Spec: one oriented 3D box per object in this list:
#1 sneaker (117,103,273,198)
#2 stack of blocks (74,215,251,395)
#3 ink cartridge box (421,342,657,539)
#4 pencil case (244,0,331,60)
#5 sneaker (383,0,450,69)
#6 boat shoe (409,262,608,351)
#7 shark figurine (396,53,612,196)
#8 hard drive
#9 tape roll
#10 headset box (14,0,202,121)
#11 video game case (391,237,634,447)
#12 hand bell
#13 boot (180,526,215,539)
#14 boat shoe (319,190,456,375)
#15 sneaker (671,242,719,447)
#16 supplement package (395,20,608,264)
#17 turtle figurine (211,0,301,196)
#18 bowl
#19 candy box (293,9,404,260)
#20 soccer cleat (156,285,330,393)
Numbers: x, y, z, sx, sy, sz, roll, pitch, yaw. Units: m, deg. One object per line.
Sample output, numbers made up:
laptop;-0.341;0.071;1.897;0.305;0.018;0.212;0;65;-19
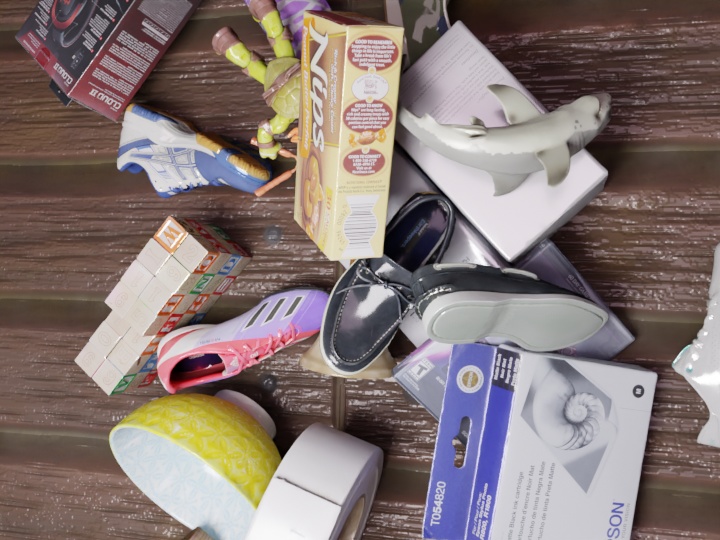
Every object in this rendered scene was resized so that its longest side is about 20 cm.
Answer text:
sneaker;-0.187;-0.116;0.899;0.200;0.075;0.088;26;102;23
stack of blocks;-0.220;0.040;0.873;0.059;0.115;0.200;41;99;13
ink cartridge box;0.171;0.177;0.764;0.199;0.041;0.200;8;91;-9
pencil case;-0.052;-0.251;0.860;0.085;0.084;0.200;-29;82;-9
sneaker;0.067;-0.310;0.840;0.090;0.067;0.201;-6;87;7
boat shoe;0.136;0.027;0.719;0.076;0.199;0.060;-56;39;34
shark figurine;0.104;-0.103;0.691;0.214;0.090;0.128;7;56;6
hard drive;0.059;-0.012;0.831;0.200;0.025;0.132;48;116;11
tape roll;-0.047;0.253;0.776;0.071;0.202;0.203;20;93;15
headset box;-0.290;-0.279;0.903;0.149;0.075;0.200;43;99;32
video game case;0.151;0.083;0.789;0.200;0.019;0.143;-41;110;11
hand bell;0.000;0.000;0.811;0.104;0.104;0.201;8;95;15
boot;-0.186;0.390;0.878;0.155;0.074;0.200;47;115;-2
boat shoe;0.026;0.008;0.753;0.075;0.062;0.200;35;82;-4
sneaker;0.338;0.070;0.752;0.088;0.075;0.201;-8;87;26
supplement package;0.127;-0.117;0.784;0.121;0.120;0.200;-42;79;10
turtle figurine;-0.079;-0.182;0.796;0.200;0.064;0.161;-43;80;24
bowl;-0.149;0.191;0.841;0.200;0.200;0.108;26;52;14
candy box;-0.015;-0.122;0.715;0.055;0.115;0.201;-4;114;-22
soccer cleat;-0.117;0.076;0.845;0.199;0.073;0.068;-18;119;-2
